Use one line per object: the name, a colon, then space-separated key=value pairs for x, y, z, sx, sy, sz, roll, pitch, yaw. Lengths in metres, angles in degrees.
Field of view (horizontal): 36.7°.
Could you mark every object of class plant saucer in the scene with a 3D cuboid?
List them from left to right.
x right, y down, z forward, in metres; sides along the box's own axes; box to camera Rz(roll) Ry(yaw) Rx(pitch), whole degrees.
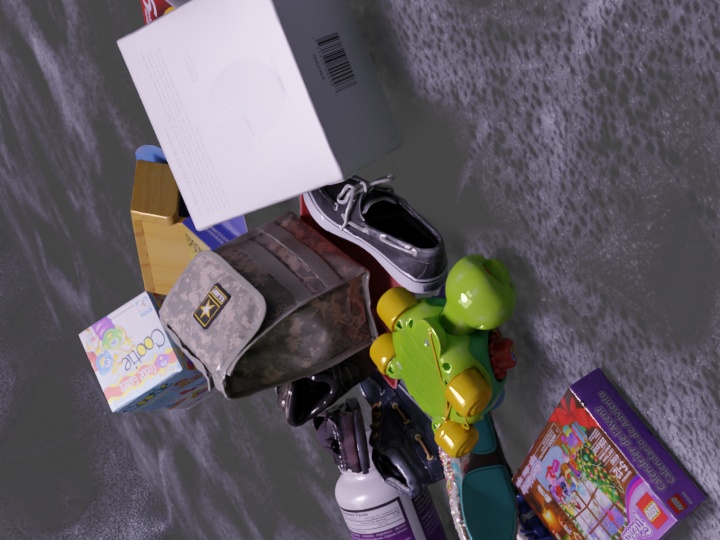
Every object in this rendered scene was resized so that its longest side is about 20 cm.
plant saucer: x=0.000 y=0.000 z=1.206 sx=0.200 sy=0.036 sz=0.202 roll=48 pitch=153 yaw=32

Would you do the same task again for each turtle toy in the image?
turtle toy: x=0.090 y=0.068 z=1.007 sx=0.146 sy=0.100 sz=0.201 roll=50 pitch=152 yaw=27

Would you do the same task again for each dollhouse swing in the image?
dollhouse swing: x=-0.235 y=-0.042 z=1.594 sx=0.183 sy=0.173 sz=0.202 roll=-98 pitch=4 yaw=-50

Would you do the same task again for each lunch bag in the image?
lunch bag: x=-0.108 y=0.042 z=1.182 sx=0.164 sy=0.198 sz=0.119 roll=37 pitch=146 yaw=46

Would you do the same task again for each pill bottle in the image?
pill bottle: x=0.038 y=0.303 z=1.339 sx=0.112 sy=0.111 sz=0.203 roll=3 pitch=116 yaw=63

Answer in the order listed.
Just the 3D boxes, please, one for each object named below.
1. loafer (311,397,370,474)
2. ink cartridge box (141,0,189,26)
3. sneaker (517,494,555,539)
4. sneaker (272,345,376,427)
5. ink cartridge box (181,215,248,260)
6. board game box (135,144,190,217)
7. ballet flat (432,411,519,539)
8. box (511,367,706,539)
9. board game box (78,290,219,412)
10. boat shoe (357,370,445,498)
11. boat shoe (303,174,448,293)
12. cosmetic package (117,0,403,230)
loafer: x=-0.024 y=0.193 z=1.243 sx=0.200 sy=0.062 sz=0.073 roll=-121 pitch=22 yaw=-86
ink cartridge box: x=-0.174 y=-0.234 z=1.269 sx=0.175 sy=0.083 sz=0.202 roll=42 pitch=148 yaw=39
sneaker: x=0.173 y=0.276 z=1.079 sx=0.199 sy=0.075 sz=0.089 roll=31 pitch=140 yaw=50
sneaker: x=-0.086 y=0.119 z=1.256 sx=0.197 sy=0.114 sz=0.077 roll=2 pitch=119 yaw=43
ink cartridge box: x=-0.176 y=-0.002 z=1.402 sx=0.197 sy=0.046 sz=0.203 roll=34 pitch=144 yaw=59
board game box: x=-0.271 y=-0.106 z=1.656 sx=0.157 sy=0.039 sz=0.202 roll=28 pitch=138 yaw=36
ballet flat: x=0.113 y=0.200 z=1.085 sx=0.064 sy=0.074 sz=0.203 roll=116 pitch=151 yaw=-60
box: x=0.211 y=0.193 z=0.960 sx=0.137 sy=0.039 sz=0.201 roll=52 pitch=154 yaw=24
board game box: x=-0.234 y=0.102 z=1.321 sx=0.104 sy=0.104 sz=0.200 roll=62 pitch=-169 yaw=13
boat shoe: x=0.034 y=0.175 z=1.244 sx=0.200 sy=0.090 sz=0.072 roll=37 pitch=146 yaw=46
boat shoe: x=0.011 y=-0.058 z=1.075 sx=0.199 sy=0.073 sz=0.069 roll=46 pitch=155 yaw=35
cosmetic package: x=-0.096 y=-0.170 z=1.038 sx=0.198 sy=0.123 sz=0.202 roll=-15 pitch=102 yaw=36
